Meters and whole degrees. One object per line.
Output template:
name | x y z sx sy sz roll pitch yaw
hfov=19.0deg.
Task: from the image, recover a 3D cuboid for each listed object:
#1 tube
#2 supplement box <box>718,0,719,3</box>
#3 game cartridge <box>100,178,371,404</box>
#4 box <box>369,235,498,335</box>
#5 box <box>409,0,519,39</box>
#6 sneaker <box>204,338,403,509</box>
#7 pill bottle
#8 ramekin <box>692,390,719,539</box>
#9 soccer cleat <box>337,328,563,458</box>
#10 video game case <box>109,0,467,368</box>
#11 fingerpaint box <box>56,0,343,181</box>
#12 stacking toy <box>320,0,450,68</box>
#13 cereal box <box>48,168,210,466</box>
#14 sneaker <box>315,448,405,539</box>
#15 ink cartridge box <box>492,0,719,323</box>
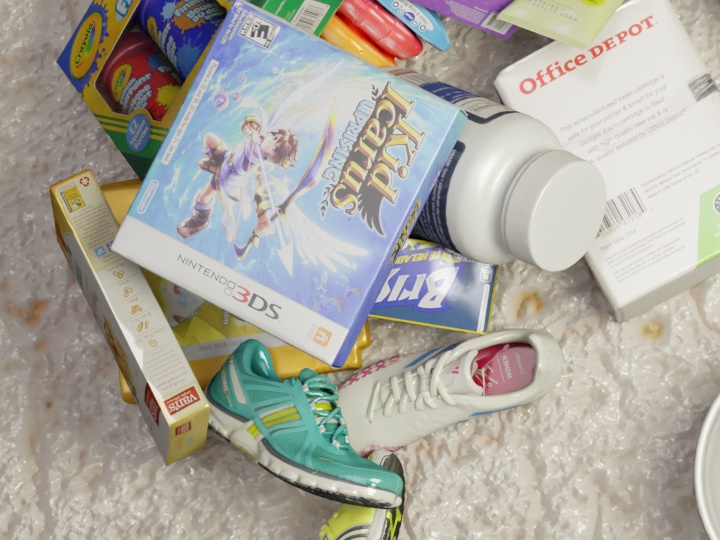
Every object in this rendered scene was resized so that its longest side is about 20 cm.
tube | 0.189 -0.233 1.608 0.052 0.058 0.200 51 59 -13
supplement box | 0.355 -0.261 1.604 0.199 0.101 0.104 -27 77 5
game cartridge | -0.098 0.003 1.679 0.199 0.032 0.177 -10 79 10
box | 0.000 0.000 1.612 0.199 0.070 0.065 9 93 -4
box | 0.028 -0.260 1.603 0.039 0.199 0.137 -49 38 35
sneaker | -0.042 0.114 1.578 0.200 0.077 0.080 31 93 39
pill bottle | 0.077 -0.070 1.561 0.200 0.111 0.111 26 86 41
ramekin | 0.338 0.149 1.539 0.199 0.105 0.201 -2 80 9
soccer cleat | 0.054 0.086 1.609 0.199 0.086 0.070 -20 78 7
video game case | -0.050 -0.061 1.500 0.181 0.045 0.201 27 91 10
fingerpaint box | -0.125 -0.183 1.630 0.200 0.073 0.167 -54 51 22
stacking toy | -0.038 -0.150 1.647 0.200 0.116 0.110 -48 34 8
cereal box | -0.171 0.038 1.597 0.039 0.144 0.201 -24 77 -12
sneaker | -0.023 0.225 1.603 0.076 0.075 0.201 20 87 13
ink cartridge box | 0.209 -0.085 1.610 0.145 0.084 0.201 -28 77 4
